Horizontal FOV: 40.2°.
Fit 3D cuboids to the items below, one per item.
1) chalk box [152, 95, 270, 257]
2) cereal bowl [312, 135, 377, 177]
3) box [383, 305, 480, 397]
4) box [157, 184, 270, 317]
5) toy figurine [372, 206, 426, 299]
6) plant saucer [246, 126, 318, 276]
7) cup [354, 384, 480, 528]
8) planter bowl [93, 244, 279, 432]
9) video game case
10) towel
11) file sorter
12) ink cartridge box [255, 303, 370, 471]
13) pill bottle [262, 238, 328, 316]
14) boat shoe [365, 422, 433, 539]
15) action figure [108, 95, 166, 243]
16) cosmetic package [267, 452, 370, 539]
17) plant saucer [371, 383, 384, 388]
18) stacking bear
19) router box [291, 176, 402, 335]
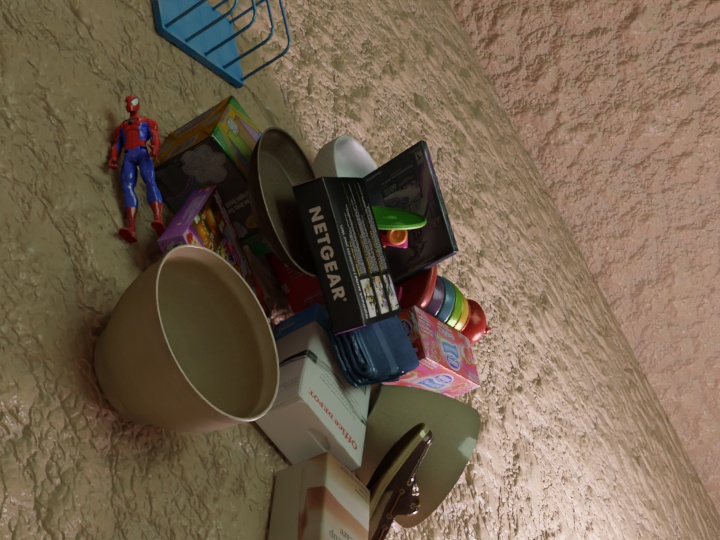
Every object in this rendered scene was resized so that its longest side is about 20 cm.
[{"bbox_3d":[-0.173,-0.109,1.341,0.200,0.124,0.124,53,26,-26],"label":"chalk box"},{"bbox_3d":[-0.024,-0.130,1.720,0.200,0.083,0.201,45,32,-38],"label":"cereal bowl"},{"bbox_3d":[0.103,0.143,1.601,0.200,0.099,0.096,32,39,-52],"label":"box"},{"bbox_3d":[-0.181,0.011,1.250,0.137,0.039,0.201,-72,146,-57],"label":"box"},{"bbox_3d":[0.000,0.000,1.574,0.150,0.199,0.185,-132,-135,-70],"label":"toy figurine"},{"bbox_3d":[-0.096,-0.084,1.272,0.201,0.036,0.201,53,28,-44],"label":"plant saucer"},{"bbox_3d":[0.057,0.246,1.418,0.143,0.200,0.201,35,30,-8],"label":"cup"},{"bbox_3d":[-0.200,0.091,1.068,0.200,0.134,0.201,45,30,-36],"label":"planter bowl"},{"bbox_3d":[0.080,-0.094,1.628,0.019,0.143,0.201,7,62,-47],"label":"video game case"},{"bbox_3d":[0.015,0.108,1.403,0.200,0.048,0.112,5,60,-66],"label":"towel"},{"bbox_3d":[-0.219,-0.412,1.553,0.200,0.122,0.139,29,42,-54],"label":"file sorter"},{"bbox_3d":[-0.061,0.167,1.344,0.145,0.084,0.200,53,24,-25],"label":"ink cartridge box"},{"bbox_3d":[-0.077,-0.017,1.459,0.201,0.112,0.112,64,23,5],"label":"pill bottle"},{"bbox_3d":[0.047,0.298,1.303,0.072,0.201,0.072,33,-3,-4],"label":"boat shoe"},{"bbox_3d":[-0.278,-0.135,1.223,0.052,0.065,0.201,64,12,-60],"label":"action figure"},{"bbox_3d":[-0.051,0.336,1.190,0.103,0.087,0.201,49,28,-33],"label":"cosmetic package"},{"bbox_3d":[0.061,0.207,1.618,0.200,0.037,0.201,46,28,-34],"label":"plant saucer"},{"bbox_3d":[0.141,0.067,1.692,0.200,0.121,0.114,29,55,-38],"label":"stacking bear"},{"bbox_3d":[-0.015,-0.024,1.314,0.149,0.051,0.201,-10,83,-68],"label":"router box"}]
